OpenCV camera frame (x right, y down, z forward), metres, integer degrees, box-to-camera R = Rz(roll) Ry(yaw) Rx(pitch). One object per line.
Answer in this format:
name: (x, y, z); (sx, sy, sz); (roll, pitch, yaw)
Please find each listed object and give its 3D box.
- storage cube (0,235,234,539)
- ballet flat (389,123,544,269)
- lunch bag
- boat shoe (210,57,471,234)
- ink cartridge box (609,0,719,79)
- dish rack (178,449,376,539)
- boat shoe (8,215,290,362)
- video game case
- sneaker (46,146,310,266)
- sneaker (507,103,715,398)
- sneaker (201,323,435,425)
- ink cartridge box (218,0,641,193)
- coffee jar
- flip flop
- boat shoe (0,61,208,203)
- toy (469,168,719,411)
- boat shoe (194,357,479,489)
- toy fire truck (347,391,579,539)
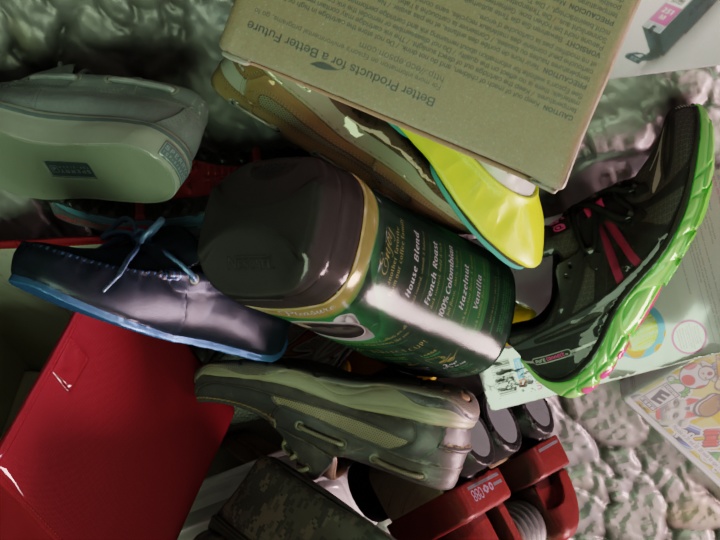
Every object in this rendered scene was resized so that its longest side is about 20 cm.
storage cube: (-0.215, 0.102, 1.021); (0.169, 0.201, 0.180); (-1, 138, 31)
ballet flat: (0.056, -0.088, 0.907); (0.067, 0.067, 0.200); (-36, 102, 29)
lunch bag: (-0.040, 0.234, 0.983); (0.168, 0.199, 0.139); (-51, 122, -10)
boat shoe: (-0.004, -0.079, 0.960); (0.199, 0.072, 0.076); (38, 121, -20)
ink cartridge box: (0.148, -0.192, 0.875); (0.198, 0.044, 0.175); (-6, 132, 7)
dish rack: (-0.067, 0.201, 1.161); (0.170, 0.044, 0.200); (-21, 151, -2)
boat shoe: (-0.122, 0.002, 0.935); (0.084, 0.069, 0.199); (17, 180, 40)
video game case: (0.319, 0.098, 1.134); (0.181, 0.023, 0.200); (-34, 122, 27)
sneaker: (-0.104, -0.026, 1.003); (0.198, 0.080, 0.096); (6, 133, -3)
sneaker: (0.156, -0.019, 0.969); (0.083, 0.077, 0.201); (30, 96, 3)
sneaker: (-0.030, 0.065, 1.077); (0.198, 0.083, 0.078); (-22, 127, 20)
ink cartridge box: (0.046, -0.158, 0.828); (0.198, 0.075, 0.166); (22, 105, -4)
coffee jar: (0.000, 0.000, 0.933); (0.104, 0.086, 0.199); (-1, 162, 40)
flip flop: (-0.086, 0.140, 1.160); (0.198, 0.058, 0.082); (-4, 131, 5)
boat shoe: (-0.177, -0.089, 0.951); (0.199, 0.072, 0.070); (9, 143, 29)
toy: (0.165, 0.011, 1.034); (0.198, 0.047, 0.116); (-16, 98, 7)
boat shoe: (-0.023, 0.098, 0.995); (0.198, 0.074, 0.074); (7, -179, 28)
toy fire truck: (0.113, 0.184, 1.069); (0.128, 0.176, 0.201); (-32, 80, 26)
